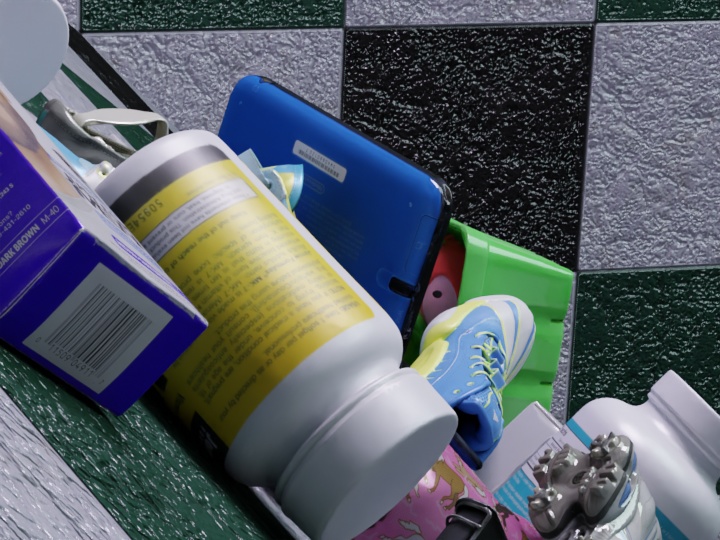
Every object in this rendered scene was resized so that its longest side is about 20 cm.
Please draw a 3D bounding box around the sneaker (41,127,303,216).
[{"bbox_3d":[-0.106,-0.041,1.489,0.200,0.131,0.080,45,3,-4],"label":"sneaker"}]

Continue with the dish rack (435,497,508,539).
[{"bbox_3d":[0.113,0.199,1.211,0.200,0.055,0.154,21,-35,47],"label":"dish rack"}]

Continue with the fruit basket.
[{"bbox_3d":[0.026,0.057,1.859,0.216,0.216,0.155,45,-4,-17],"label":"fruit basket"}]

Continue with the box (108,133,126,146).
[{"bbox_3d":[-0.125,-0.020,1.970,0.200,0.039,0.041,44,1,-32],"label":"box"}]

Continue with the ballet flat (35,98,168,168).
[{"bbox_3d":[-0.119,-0.061,1.672,0.200,0.064,0.067,16,12,-38],"label":"ballet flat"}]

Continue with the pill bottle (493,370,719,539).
[{"bbox_3d":[0.136,0.153,1.582,0.111,0.200,0.111,46,2,-2],"label":"pill bottle"}]

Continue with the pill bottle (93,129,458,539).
[{"bbox_3d":[-0.051,0.035,1.343,0.200,0.114,0.114,46,2,17],"label":"pill bottle"}]

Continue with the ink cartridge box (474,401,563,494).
[{"bbox_3d":[0.127,0.188,1.743,0.125,0.129,0.200,47,3,27],"label":"ink cartridge box"}]

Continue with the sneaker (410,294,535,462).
[{"bbox_3d":[0.069,0.084,1.718,0.105,0.200,0.076,9,-53,44],"label":"sneaker"}]

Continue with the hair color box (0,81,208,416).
[{"bbox_3d":[-0.163,-0.035,1.190,0.200,0.065,0.109,45,2,35],"label":"hair color box"}]

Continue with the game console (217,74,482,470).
[{"bbox_3d":[0.000,0.000,1.571,0.118,0.171,0.200,6,19,-43],"label":"game console"}]

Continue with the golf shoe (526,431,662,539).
[{"bbox_3d":[0.119,0.180,1.428,0.097,0.078,0.200,56,42,-23],"label":"golf shoe"}]

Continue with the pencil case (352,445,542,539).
[{"bbox_3d":[0.027,0.126,1.466,0.200,0.086,0.083,48,14,-23],"label":"pencil case"}]

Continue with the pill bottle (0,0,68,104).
[{"bbox_3d":[-0.248,-0.178,1.577,0.200,0.112,0.112,47,2,43],"label":"pill bottle"}]
